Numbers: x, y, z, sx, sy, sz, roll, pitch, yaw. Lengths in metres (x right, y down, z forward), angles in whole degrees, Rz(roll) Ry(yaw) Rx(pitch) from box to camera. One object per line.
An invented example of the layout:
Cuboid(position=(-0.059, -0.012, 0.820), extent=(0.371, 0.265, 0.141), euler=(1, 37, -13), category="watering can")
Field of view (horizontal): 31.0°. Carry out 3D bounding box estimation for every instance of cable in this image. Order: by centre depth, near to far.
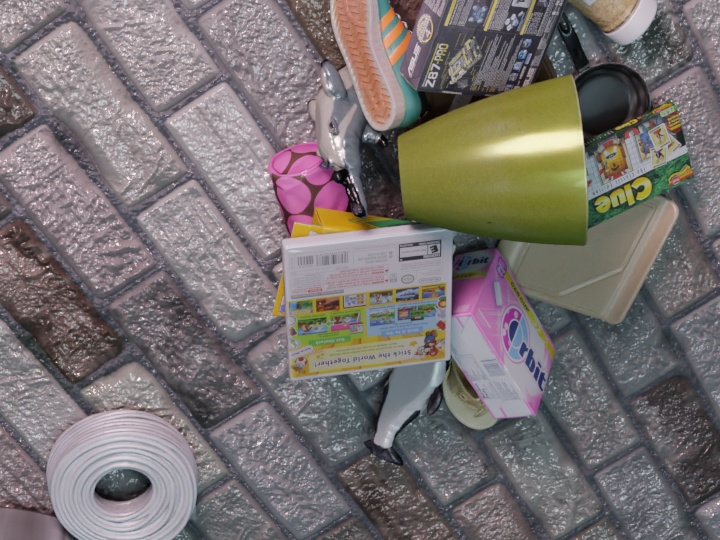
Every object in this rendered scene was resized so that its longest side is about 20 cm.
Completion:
Cuboid(position=(-0.312, 0.280, 1.701), extent=(0.197, 0.069, 0.202), euler=(-2, 117, -9), category="cable")

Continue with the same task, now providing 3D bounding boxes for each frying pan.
Cuboid(position=(0.268, -0.218, 1.570), extent=(0.189, 0.031, 0.115), euler=(33, 105, -20), category="frying pan")

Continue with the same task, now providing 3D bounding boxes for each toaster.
Cuboid(position=(-0.449, 0.393, 1.701), extent=(0.198, 0.130, 0.115), euler=(13, 115, -16), category="toaster")

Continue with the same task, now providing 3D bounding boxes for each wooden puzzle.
Cuboid(position=(0.283, -0.039, 1.666), extent=(0.198, 0.037, 0.186), euler=(19, 113, -13), category="wooden puzzle")

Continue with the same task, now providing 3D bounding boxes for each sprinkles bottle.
Cuboid(position=(0.249, -0.340, 1.485), extent=(0.199, 0.068, 0.068), euler=(33, 107, -23), category="sprinkles bottle")

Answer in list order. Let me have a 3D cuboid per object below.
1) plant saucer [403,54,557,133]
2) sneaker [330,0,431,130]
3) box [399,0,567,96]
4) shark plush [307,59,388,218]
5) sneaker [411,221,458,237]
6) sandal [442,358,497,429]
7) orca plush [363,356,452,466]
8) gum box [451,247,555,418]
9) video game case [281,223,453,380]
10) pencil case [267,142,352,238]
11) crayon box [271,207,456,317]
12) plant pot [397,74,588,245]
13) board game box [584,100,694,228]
Cuboid(position=(0.145, -0.195, 1.526), extent=(0.197, 0.029, 0.203), euler=(-1, 97, -10), category="plant saucer")
Cuboid(position=(0.025, -0.260, 1.472), extent=(0.079, 0.071, 0.202), euler=(-15, 91, -42), category="sneaker")
Cuboid(position=(0.146, -0.287, 1.410), extent=(0.160, 0.049, 0.202), euler=(-3, 128, -32), category="box")
Cuboid(position=(-0.005, -0.159, 1.468), extent=(0.082, 0.202, 0.091), euler=(3, 139, -14), category="shark plush")
Cuboid(position=(0.102, -0.103, 1.586), extent=(0.199, 0.076, 0.105), euler=(-38, 105, 2), category="sneaker")
Cuboid(position=(0.146, 0.142, 1.710), extent=(0.077, 0.070, 0.214), euler=(-15, 118, -2), category="sandal")
Cuboid(position=(0.081, 0.165, 1.711), extent=(0.071, 0.105, 0.202), euler=(-2, 112, -46), category="orca plush")
Cuboid(position=(0.174, 0.086, 1.648), extent=(0.066, 0.114, 0.201), euler=(-8, 129, 36), category="gum box")
Cuboid(position=(0.010, 0.036, 1.514), extent=(0.197, 0.023, 0.184), euler=(-7, 120, -10), category="video game case")
Cuboid(position=(-0.041, -0.055, 1.573), extent=(0.093, 0.090, 0.202), euler=(-31, 124, -25), category="pencil case")
Cuboid(position=(0.000, 0.000, 1.533), extent=(0.198, 0.052, 0.127), euler=(8, 117, -17), category="crayon box")
Cuboid(position=(0.144, -0.112, 1.445), extent=(0.197, 0.188, 0.189), euler=(-6, 118, 5), category="plant pot")
Cuboid(position=(0.309, -0.119, 1.592), extent=(0.198, 0.023, 0.106), euler=(-26, 120, -5), category="board game box")
